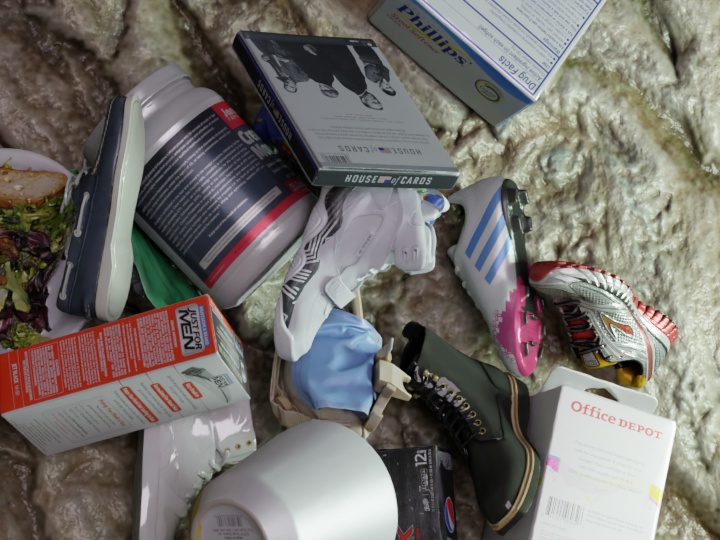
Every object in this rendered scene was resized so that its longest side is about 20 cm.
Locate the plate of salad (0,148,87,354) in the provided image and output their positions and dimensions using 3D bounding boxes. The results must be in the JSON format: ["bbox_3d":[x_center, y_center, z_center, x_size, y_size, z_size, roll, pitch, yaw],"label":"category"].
[{"bbox_3d":[-0.326,-0.012,1.640,0.198,0.048,0.202,0,83,3],"label":"plate of salad"}]

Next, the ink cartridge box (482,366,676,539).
[{"bbox_3d":[0.211,0.206,1.763,0.128,0.125,0.202,19,73,-14],"label":"ink cartridge box"}]

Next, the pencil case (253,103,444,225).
[{"bbox_3d":[-0.016,-0.098,1.708,0.200,0.087,0.078,43,42,4],"label":"pencil case"}]

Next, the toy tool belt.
[{"bbox_3d":[-0.017,0.111,1.670,0.124,0.123,0.201,9,44,-16],"label":"toy tool belt"}]

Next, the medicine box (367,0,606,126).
[{"bbox_3d":[0.141,-0.286,1.855,0.182,0.103,0.201,39,70,-7],"label":"medicine box"}]

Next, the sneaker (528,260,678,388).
[{"bbox_3d":[0.239,0.052,1.809,0.199,0.078,0.083,34,75,-32],"label":"sneaker"}]

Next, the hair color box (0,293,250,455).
[{"bbox_3d":[-0.208,0.094,1.605,0.198,0.111,0.064,-15,63,6],"label":"hair color box"}]

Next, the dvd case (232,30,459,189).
[{"bbox_3d":[-0.015,-0.146,1.644,0.149,0.025,0.201,0,43,-32],"label":"dvd case"}]

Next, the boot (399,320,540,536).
[{"bbox_3d":[0.092,0.147,1.714,0.138,0.077,0.201,34,26,-22],"label":"boot"}]

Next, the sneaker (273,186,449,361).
[{"bbox_3d":[0.000,0.000,1.630,0.114,0.075,0.202,22,91,9],"label":"sneaker"}]

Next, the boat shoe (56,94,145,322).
[{"bbox_3d":[-0.229,-0.057,1.598,0.061,0.075,0.202,10,101,11],"label":"boat shoe"}]

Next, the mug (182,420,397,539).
[{"bbox_3d":[-0.077,0.232,1.568,0.149,0.187,0.153,43,27,19],"label":"mug"}]

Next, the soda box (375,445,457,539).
[{"bbox_3d":[0.054,0.269,1.716,0.070,0.063,0.202,-7,78,18],"label":"soda box"}]

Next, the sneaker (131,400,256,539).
[{"bbox_3d":[-0.149,0.185,1.672,0.114,0.074,0.202,9,75,-14],"label":"sneaker"}]

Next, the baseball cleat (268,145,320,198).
[{"bbox_3d":[-0.047,-0.096,1.780,0.106,0.070,0.202,-16,79,-7],"label":"baseball cleat"}]

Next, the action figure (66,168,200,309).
[{"bbox_3d":[-0.217,-0.017,1.686,0.055,0.118,0.200,-41,77,6],"label":"action figure"}]

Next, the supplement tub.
[{"bbox_3d":[-0.145,-0.078,1.686,0.200,0.140,0.140,46,69,3],"label":"supplement tub"}]

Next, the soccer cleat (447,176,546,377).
[{"bbox_3d":[0.132,0.009,1.813,0.086,0.070,0.202,-9,82,25],"label":"soccer cleat"}]
